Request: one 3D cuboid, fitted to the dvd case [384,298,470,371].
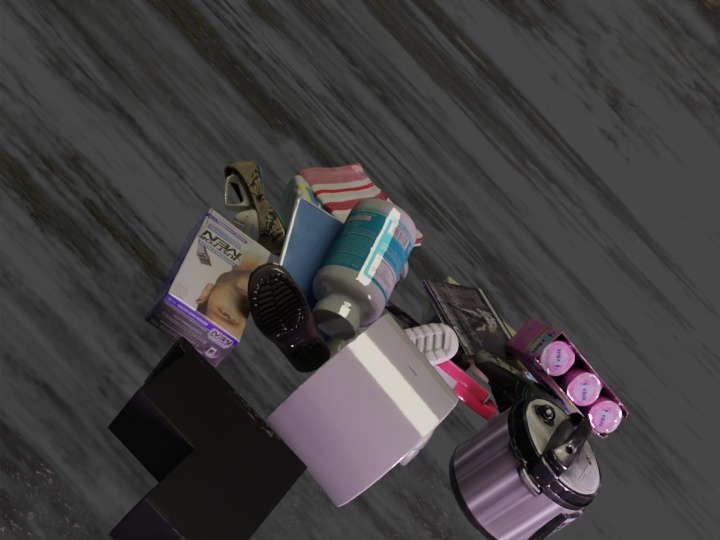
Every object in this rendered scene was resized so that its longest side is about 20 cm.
[{"bbox_3d":[0.081,0.084,1.290,0.200,0.018,0.143,39,0,-15],"label":"dvd case"}]

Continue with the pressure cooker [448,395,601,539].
[{"bbox_3d":[0.248,0.283,1.152,0.178,0.200,0.177,29,33,-27],"label":"pressure cooker"}]

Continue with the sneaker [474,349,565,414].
[{"bbox_3d":[0.247,0.200,1.273,0.199,0.079,0.075,37,4,-25],"label":"sneaker"}]

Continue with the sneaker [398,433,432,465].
[{"bbox_3d":[0.065,0.207,1.153,0.080,0.071,0.201,37,23,-5],"label":"sneaker"}]

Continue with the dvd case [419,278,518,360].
[{"bbox_3d":[0.190,0.086,1.344,0.199,0.016,0.149,10,45,-51],"label":"dvd case"}]

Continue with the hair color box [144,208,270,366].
[{"bbox_3d":[-0.194,0.017,1.046,0.109,0.065,0.201,37,33,-18],"label":"hair color box"}]

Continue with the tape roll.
[{"bbox_3d":[0.003,0.169,0.977,0.139,0.203,0.202,50,30,6],"label":"tape roll"}]

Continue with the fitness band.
[{"bbox_3d":[0.137,0.161,1.254,0.200,0.038,0.144,40,-1,-9],"label":"fitness band"}]

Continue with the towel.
[{"bbox_3d":[0.002,-0.106,1.333,0.143,0.023,0.200,-15,56,-45],"label":"towel"}]

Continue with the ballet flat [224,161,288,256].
[{"bbox_3d":[-0.170,-0.094,1.221,0.075,0.068,0.201,-3,47,-26],"label":"ballet flat"}]

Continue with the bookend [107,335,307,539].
[{"bbox_3d":[-0.188,0.203,0.802,0.199,0.092,0.200,45,31,1],"label":"bookend"}]

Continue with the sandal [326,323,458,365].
[{"bbox_3d":[0.044,0.127,1.167,0.200,0.050,0.083,-5,63,-6],"label":"sandal"}]

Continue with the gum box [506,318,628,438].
[{"bbox_3d":[0.345,0.182,1.323,0.200,0.066,0.113,48,-5,-15],"label":"gum box"}]

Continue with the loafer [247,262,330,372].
[{"bbox_3d":[-0.103,0.058,1.057,0.071,0.073,0.201,59,-7,45],"label":"loafer"}]

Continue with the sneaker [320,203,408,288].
[{"bbox_3d":[0.002,-0.049,1.332,0.200,0.078,0.140,44,16,-2],"label":"sneaker"}]

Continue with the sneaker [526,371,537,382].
[{"bbox_3d":[0.313,0.229,1.417,0.086,0.075,0.201,28,41,-6],"label":"sneaker"}]

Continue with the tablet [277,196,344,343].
[{"bbox_3d":[-0.069,0.004,1.179,0.130,0.014,0.202,29,62,-33],"label":"tablet"}]

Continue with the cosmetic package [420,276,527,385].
[{"bbox_3d":[0.205,0.115,1.425,0.199,0.071,0.106,38,30,-15],"label":"cosmetic package"}]

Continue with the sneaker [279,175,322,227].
[{"bbox_3d":[-0.069,-0.058,1.274,0.104,0.076,0.202,12,55,-31],"label":"sneaker"}]

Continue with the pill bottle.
[{"bbox_3d":[0.000,0.000,1.158,0.110,0.111,0.201,37,57,-15],"label":"pill bottle"}]
